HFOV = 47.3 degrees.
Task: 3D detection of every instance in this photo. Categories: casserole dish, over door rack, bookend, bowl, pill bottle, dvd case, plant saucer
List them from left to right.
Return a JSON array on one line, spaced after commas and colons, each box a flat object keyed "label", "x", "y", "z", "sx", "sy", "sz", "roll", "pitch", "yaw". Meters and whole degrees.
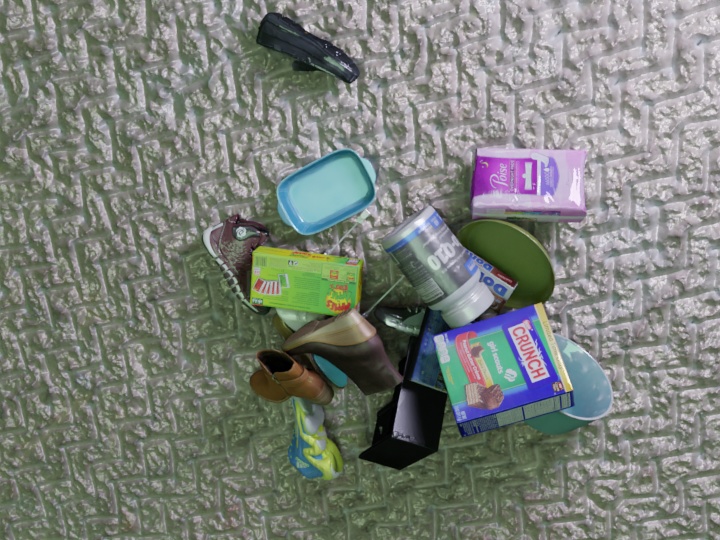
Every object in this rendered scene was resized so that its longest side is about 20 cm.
[{"label": "casserole dish", "x": -0.061, "y": -0.148, "z": 1.531, "sx": 0.200, "sy": 0.039, "sz": 0.121, "roll": -26, "pitch": 100, "yaw": 15}, {"label": "over door rack", "x": 0.000, "y": 0.000, "z": 1.546, "sx": 0.148, "sy": 0.067, "sz": 0.200, "roll": 44, "pitch": 108, "yaw": -4}, {"label": "bookend", "x": 0.087, "y": 0.257, "z": 1.568, "sx": 0.092, "sy": 0.199, "sz": 0.201, "roll": 19, "pitch": 63, "yaw": -10}, {"label": "pill bottle", "x": 0.138, "y": -0.003, "z": 1.441, "sx": 0.114, "sy": 0.114, "sz": 0.200, "roll": -37, "pitch": 96, "yaw": 16}, {"label": "dvd case", "x": 0.188, "y": 0.160, "z": 1.507, "sx": 0.200, "sy": 0.018, "sz": 0.143, "roll": 22, "pitch": 76, "yaw": -24}, {"label": "plant saucer", "x": 0.261, "y": -0.016, "z": 1.473, "sx": 0.200, "sy": 0.031, "sz": 0.200, "roll": 27, "pitch": 143, "yaw": 22}, {"label": "bowl", "x": 0.347, "y": 0.218, "z": 1.502, "sx": 0.200, "sy": 0.201, "sz": 0.105, "roll": 29, "pitch": 128, "yaw": 0}]

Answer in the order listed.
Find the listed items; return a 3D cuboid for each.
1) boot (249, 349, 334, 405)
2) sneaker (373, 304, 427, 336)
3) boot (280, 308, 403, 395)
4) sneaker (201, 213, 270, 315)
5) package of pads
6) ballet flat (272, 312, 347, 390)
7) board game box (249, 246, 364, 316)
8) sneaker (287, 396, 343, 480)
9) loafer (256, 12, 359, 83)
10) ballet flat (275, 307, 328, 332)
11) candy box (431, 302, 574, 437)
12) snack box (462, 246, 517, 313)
[{"label": "boot", "x": -0.162, "y": 0.200, "z": 1.563, "sx": 0.200, "sy": 0.155, "sz": 0.077, "roll": 12, "pitch": 68, "yaw": 35}, {"label": "sneaker", "x": 0.128, "y": 0.066, "z": 1.537, "sx": 0.199, "sy": 0.075, "sz": 0.116, "roll": 17, "pitch": 99, "yaw": -18}, {"label": "boot", "x": -0.037, "y": 0.166, "z": 1.502, "sx": 0.200, "sy": 0.072, "sz": 0.167, "roll": -23, "pitch": 107, "yaw": 36}, {"label": "sneaker", "x": -0.206, "y": -0.019, "z": 1.572, "sx": 0.115, "sy": 0.076, "sz": 0.200, "roll": -33, "pitch": 97, "yaw": 13}, {"label": "package of pads", "x": 0.293, "y": -0.150, "z": 1.435, "sx": 0.199, "sy": 0.076, "sz": 0.121, "roll": 3, "pitch": 71, "yaw": 8}, {"label": "ballet flat", "x": -0.100, "y": 0.155, "z": 1.616, "sx": 0.063, "sy": 0.069, "sz": 0.200, "roll": -31, "pitch": 96, "yaw": 42}, {"label": "board game box", "x": -0.099, "y": 0.021, "z": 1.510, "sx": 0.199, "sy": 0.048, "sz": 0.102, "roll": 8, "pitch": 107, "yaw": 9}, {"label": "sneaker", "x": -0.117, "y": 0.335, "z": 1.653, "sx": 0.105, "sy": 0.076, "sz": 0.201, "roll": -22, "pitch": 90, "yaw": 25}, {"label": "loafer", "x": -0.094, "y": -0.383, "z": 1.461, "sx": 0.200, "sy": 0.068, "sz": 0.071, "roll": 32, "pitch": 116, "yaw": 5}, {"label": "ballet flat", "x": -0.071, "y": 0.108, "z": 1.572, "sx": 0.200, "sy": 0.069, "sz": 0.069, "roll": 41, "pitch": 108, "yaw": -16}, {"label": "candy box", "x": 0.240, "y": 0.169, "z": 1.392, "sx": 0.199, "sy": 0.077, "sz": 0.170, "roll": -17, "pitch": 58, "yaw": 4}, {"label": "snack box", "x": 0.186, "y": -0.005, "z": 1.503, "sx": 0.200, "sy": 0.024, "sz": 0.072, "roll": 34, "pitch": 135, "yaw": 12}]
